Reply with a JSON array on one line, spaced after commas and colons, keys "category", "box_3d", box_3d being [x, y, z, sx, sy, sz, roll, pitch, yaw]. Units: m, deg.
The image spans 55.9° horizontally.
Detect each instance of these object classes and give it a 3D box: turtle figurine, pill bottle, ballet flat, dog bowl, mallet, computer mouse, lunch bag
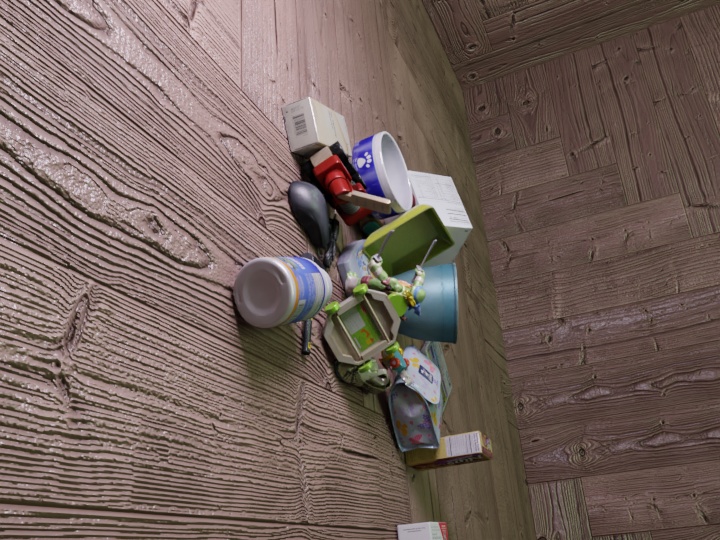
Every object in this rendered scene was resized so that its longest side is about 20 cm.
[{"category": "turtle figurine", "box_3d": [0.068, 0.002, 1.484, 0.143, 0.192, 0.204, -25, 104, -45]}, {"category": "pill bottle", "box_3d": [-0.121, 0.033, 1.155, 0.200, 0.110, 0.114, -4, 81, -71]}, {"category": "ballet flat", "box_3d": [0.044, -0.102, 1.795, 0.200, 0.067, 0.073, 41, 20, -53]}, {"category": "ballet flat", "box_3d": [0.018, 0.221, 1.470, 0.200, 0.074, 0.069, 43, 42, -57]}, {"category": "dog bowl", "box_3d": [0.056, -0.231, 1.664, 0.201, 0.078, 0.203, 51, 30, -46]}, {"category": "mallet", "box_3d": [-0.102, 0.060, 1.308, 0.066, 0.040, 0.203, 54, 33, -49]}, {"category": "computer mouse", "box_3d": [-0.086, -0.115, 1.437, 0.201, 0.052, 0.140, 56, 29, -45]}, {"category": "lunch bag", "box_3d": [0.137, 0.308, 1.658, 0.170, 0.125, 0.204, -63, 140, -66]}]

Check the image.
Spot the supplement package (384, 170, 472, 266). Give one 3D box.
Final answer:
[{"category": "supplement package", "box_3d": [0.180, -0.128, 1.867, 0.193, 0.144, 0.202, 116, -31, -42]}]

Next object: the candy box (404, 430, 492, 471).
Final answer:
[{"category": "candy box", "box_3d": [0.221, 0.453, 1.697, 0.117, 0.196, 0.058, 44, 37, -56]}]

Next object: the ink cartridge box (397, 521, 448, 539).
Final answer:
[{"category": "ink cartridge box", "box_3d": [0.151, 0.678, 1.528, 0.144, 0.082, 0.204, 40, 41, -60]}]

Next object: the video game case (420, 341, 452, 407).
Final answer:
[{"category": "video game case", "box_3d": [0.236, 0.308, 2.099, 0.182, 0.022, 0.204, -42, 118, -68]}]

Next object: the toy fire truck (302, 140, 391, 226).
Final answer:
[{"category": "toy fire truck", "box_3d": [-0.013, -0.159, 1.458, 0.202, 0.127, 0.176, 64, 7, 34]}]

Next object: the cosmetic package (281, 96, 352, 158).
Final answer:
[{"category": "cosmetic package", "box_3d": [-0.093, -0.307, 1.516, 0.199, 0.072, 0.106, -4, 81, -69]}]

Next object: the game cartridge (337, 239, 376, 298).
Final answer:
[{"category": "game cartridge", "box_3d": [0.000, 0.000, 1.629, 0.200, 0.041, 0.136, -47, 126, -67]}]

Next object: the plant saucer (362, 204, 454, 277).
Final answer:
[{"category": "plant saucer", "box_3d": [0.116, -0.076, 1.688, 0.200, 0.198, 0.048, 46, 16, -55]}]

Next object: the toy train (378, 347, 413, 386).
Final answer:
[{"category": "toy train", "box_3d": [0.035, 0.183, 1.536, 0.200, 0.055, 0.151, 47, 18, -17]}]

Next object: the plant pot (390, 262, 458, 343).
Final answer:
[{"category": "plant pot", "box_3d": [0.148, 0.084, 1.715, 0.200, 0.184, 0.205, -1, 90, -85]}]

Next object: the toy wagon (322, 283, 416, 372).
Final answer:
[{"category": "toy wagon", "box_3d": [0.023, 0.105, 1.388, 0.157, 0.198, 0.040, 60, -8, -16]}]
